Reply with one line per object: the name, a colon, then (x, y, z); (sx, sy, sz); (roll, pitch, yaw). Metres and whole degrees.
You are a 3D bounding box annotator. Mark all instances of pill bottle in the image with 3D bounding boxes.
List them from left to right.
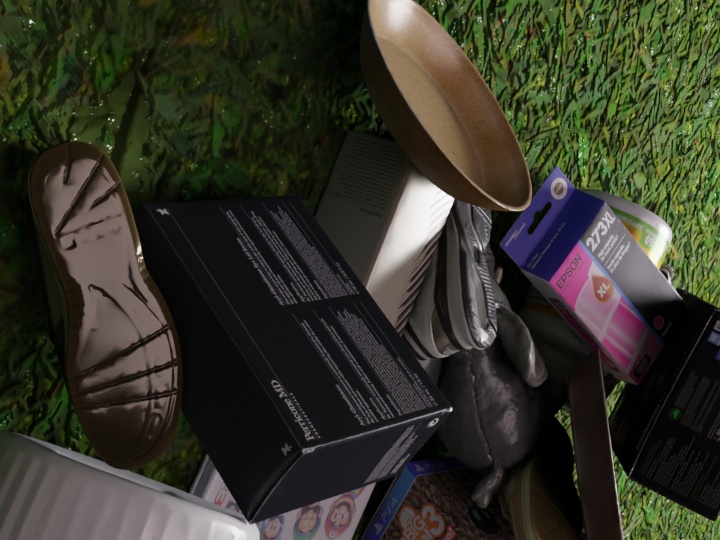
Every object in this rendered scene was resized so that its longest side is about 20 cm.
pill bottle: (0.222, 0.032, 1.121); (0.111, 0.110, 0.202); (32, 81, -49)

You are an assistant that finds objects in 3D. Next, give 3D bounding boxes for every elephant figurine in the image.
elephant figurine: (0.098, 0.064, 0.986); (0.140, 0.155, 0.202); (-30, 127, -19)

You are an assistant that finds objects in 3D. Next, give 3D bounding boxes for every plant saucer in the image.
plant saucer: (0.059, -0.123, 0.861); (0.035, 0.202, 0.199); (-34, 148, 25)
plant saucer: (0.210, 0.172, 1.006); (0.200, 0.034, 0.204); (-7, 90, -78)

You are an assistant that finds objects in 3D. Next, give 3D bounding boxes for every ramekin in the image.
ramekin: (-0.157, 0.172, 0.689); (0.200, 0.199, 0.099); (34, 72, -49)

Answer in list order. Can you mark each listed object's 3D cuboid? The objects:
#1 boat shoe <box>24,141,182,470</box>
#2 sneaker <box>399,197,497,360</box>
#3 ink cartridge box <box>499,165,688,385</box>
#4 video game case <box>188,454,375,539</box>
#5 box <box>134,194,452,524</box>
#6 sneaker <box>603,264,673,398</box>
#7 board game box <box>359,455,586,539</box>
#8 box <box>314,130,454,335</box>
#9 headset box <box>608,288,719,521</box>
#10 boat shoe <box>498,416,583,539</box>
boat shoe: (-0.160, 0.020, 0.696); (0.071, 0.066, 0.204); (-18, 105, -21)
sneaker: (0.046, -0.017, 0.937); (0.076, 0.114, 0.203); (41, 40, -46)
ink cartridge box: (0.217, 0.007, 1.033); (0.200, 0.037, 0.095); (45, 75, -24)
video game case: (-0.064, 0.191, 0.928); (0.199, 0.024, 0.184); (31, 81, -50)
box: (-0.056, 0.048, 0.741); (0.140, 0.201, 0.079); (-4, 140, -48)
sneaker: (0.268, 0.062, 1.197); (0.201, 0.074, 0.082); (-54, 179, -32)
board game box: (0.128, 0.270, 1.026); (0.158, 0.200, 0.098); (3, 123, -49)
box: (0.000, 0.000, 0.883); (0.068, 0.082, 0.202); (24, 88, -50)
headset box: (0.323, 0.120, 1.097); (0.176, 0.092, 0.200); (-64, 177, 7)
boat shoe: (0.154, 0.197, 1.022); (0.073, 0.063, 0.201); (45, 24, -16)
